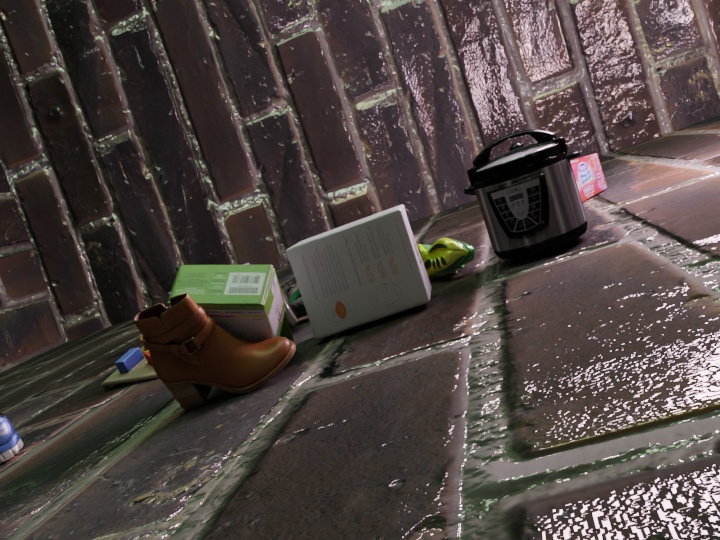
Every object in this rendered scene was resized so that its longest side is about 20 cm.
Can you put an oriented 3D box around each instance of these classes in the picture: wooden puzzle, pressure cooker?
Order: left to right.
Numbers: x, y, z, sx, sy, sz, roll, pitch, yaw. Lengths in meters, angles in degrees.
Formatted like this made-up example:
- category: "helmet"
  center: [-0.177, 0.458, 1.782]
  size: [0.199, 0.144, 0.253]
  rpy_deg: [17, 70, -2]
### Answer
- category: "wooden puzzle"
  center: [-0.430, 0.166, 1.537]
  size: [0.197, 0.047, 0.186]
  rpy_deg: [-18, 20, 32]
- category: "pressure cooker"
  center: [0.286, -0.138, 1.281]
  size: [0.173, 0.204, 0.178]
  rpy_deg: [-21, 7, -22]

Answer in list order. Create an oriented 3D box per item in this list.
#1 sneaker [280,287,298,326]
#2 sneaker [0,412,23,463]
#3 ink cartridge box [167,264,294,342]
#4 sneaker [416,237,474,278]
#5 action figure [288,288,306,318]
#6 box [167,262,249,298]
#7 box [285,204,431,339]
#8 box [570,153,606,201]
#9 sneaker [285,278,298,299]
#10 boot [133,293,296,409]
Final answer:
- category: "sneaker"
  center: [-0.197, 0.067, 1.436]
  size: [0.105, 0.076, 0.200]
  rpy_deg: [-31, 28, -3]
- category: "sneaker"
  center: [-0.636, 0.280, 1.141]
  size: [0.197, 0.091, 0.078]
  rpy_deg: [-22, 5, -20]
- category: "ink cartridge box"
  center: [-0.185, 0.085, 1.111]
  size: [0.144, 0.202, 0.077]
  rpy_deg: [0, 48, 10]
- category: "sneaker"
  center: [0.157, -0.017, 1.414]
  size: [0.082, 0.076, 0.200]
  rpy_deg: [5, -5, -17]
- category: "action figure"
  center: [-0.083, 0.049, 1.461]
  size: [0.199, 0.056, 0.117]
  rpy_deg: [-36, -31, 33]
- category: "box"
  center: [-0.328, 0.081, 1.698]
  size: [0.197, 0.139, 0.039]
  rpy_deg: [-22, 6, -19]
- category: "box"
  center: [0.000, 0.000, 1.202]
  size: [0.196, 0.155, 0.106]
  rpy_deg: [-18, 7, 10]
- category: "box"
  center: [0.511, -0.213, 1.808]
  size: [0.099, 0.097, 0.198]
  rpy_deg: [-12, 10, 46]
- category: "sneaker"
  center: [-0.107, 0.044, 1.576]
  size: [0.196, 0.083, 0.077]
  rpy_deg: [-20, 6, -5]
- category: "boot"
  center: [-0.203, 0.093, 1.023]
  size: [0.196, 0.158, 0.077]
  rpy_deg: [-19, 23, 12]
